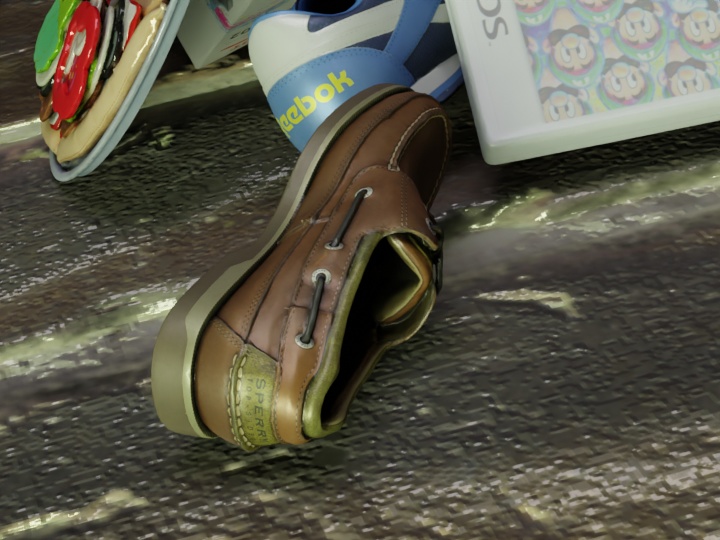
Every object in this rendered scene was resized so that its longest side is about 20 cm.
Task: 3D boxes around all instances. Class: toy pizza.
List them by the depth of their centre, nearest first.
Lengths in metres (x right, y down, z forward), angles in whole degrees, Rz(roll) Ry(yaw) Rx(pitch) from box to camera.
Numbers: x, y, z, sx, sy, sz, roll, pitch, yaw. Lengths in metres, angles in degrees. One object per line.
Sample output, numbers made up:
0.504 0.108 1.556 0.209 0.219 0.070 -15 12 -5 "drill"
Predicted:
-0.113 -0.139 0.918 0.031 0.201 0.200 20 19 -20 "toy pizza"

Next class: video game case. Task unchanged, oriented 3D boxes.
0.132 -0.150 0.870 0.198 0.024 0.184 -11 69 -3 "video game case"

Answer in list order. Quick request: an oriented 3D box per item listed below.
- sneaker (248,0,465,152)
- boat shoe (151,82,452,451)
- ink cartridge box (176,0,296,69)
0.020 -0.116 0.910 0.074 0.082 0.200 -38 4 39 "sneaker"
0.000 0.000 0.738 0.067 0.072 0.200 9 42 25 "boat shoe"
-0.040 -0.173 1.009 0.115 0.068 0.200 -30 -1 -24 "ink cartridge box"
